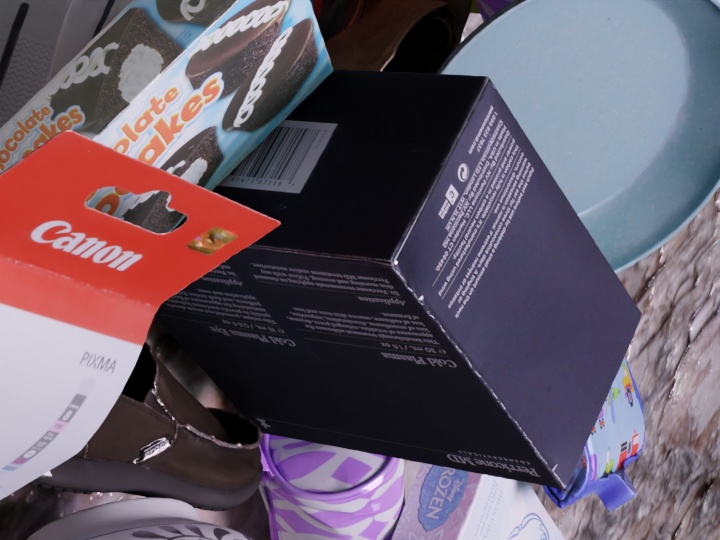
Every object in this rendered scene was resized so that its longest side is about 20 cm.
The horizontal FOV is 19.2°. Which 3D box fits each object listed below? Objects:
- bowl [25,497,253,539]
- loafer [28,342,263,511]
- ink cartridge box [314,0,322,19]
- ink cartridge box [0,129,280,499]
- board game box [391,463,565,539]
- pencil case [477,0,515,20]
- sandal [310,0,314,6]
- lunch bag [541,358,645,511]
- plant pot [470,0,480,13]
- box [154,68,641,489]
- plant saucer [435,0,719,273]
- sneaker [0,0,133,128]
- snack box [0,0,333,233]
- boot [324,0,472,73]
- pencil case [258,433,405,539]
[{"bbox_3d":[-0.109,0.166,0.989,0.201,0.199,0.095,33,35,-60],"label":"bowl"},{"bbox_3d":[-0.104,0.069,1.013,0.200,0.072,0.072,14,92,-61],"label":"loafer"},{"bbox_3d":[-0.044,-0.180,1.038,0.199,0.050,0.162,14,90,-59],"label":"ink cartridge box"},{"bbox_3d":[-0.141,0.033,0.833,0.162,0.199,0.057,22,45,-60],"label":"ink cartridge box"},{"bbox_3d":[0.055,0.218,1.185,0.201,0.043,0.199,-67,150,-23],"label":"board game box"},{"bbox_3d":[0.110,-0.140,1.137,0.084,0.085,0.201,-56,148,-22],"label":"pencil case"},{"bbox_3d":[-0.015,-0.177,1.002,0.075,0.045,0.202,-51,152,-59],"label":"sandal"},{"bbox_3d":[0.107,0.042,1.222,0.201,0.094,0.150,61,18,6],"label":"lunch bag"},{"bbox_3d":[0.157,-0.265,1.215,0.200,0.180,0.200,-52,144,-34],"label":"plant pot"},{"bbox_3d":[0.000,0.000,1.008,0.182,0.199,0.105,53,56,-42],"label":"box"},{"bbox_3d":[0.106,-0.075,1.091,0.198,0.036,0.201,-13,132,-14],"label":"plant saucer"},{"bbox_3d":[-0.118,-0.133,0.916,0.201,0.073,0.071,-65,160,-1],"label":"sneaker"},{"bbox_3d":[-0.099,-0.050,0.894,0.200,0.037,0.116,-45,160,-9],"label":"snack box"},{"bbox_3d":[0.030,-0.122,1.125,0.074,0.075,0.200,61,34,-16],"label":"boot"},{"bbox_3d":[-0.016,0.159,1.182,0.085,0.084,0.201,-19,133,-17],"label":"pencil case"}]
